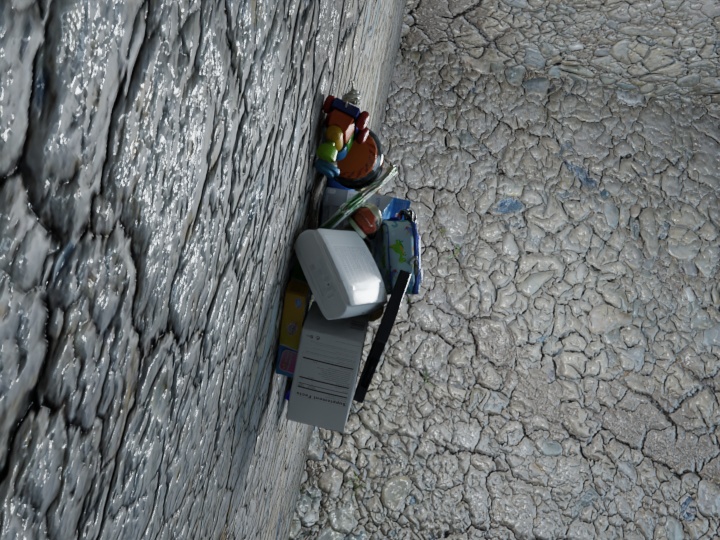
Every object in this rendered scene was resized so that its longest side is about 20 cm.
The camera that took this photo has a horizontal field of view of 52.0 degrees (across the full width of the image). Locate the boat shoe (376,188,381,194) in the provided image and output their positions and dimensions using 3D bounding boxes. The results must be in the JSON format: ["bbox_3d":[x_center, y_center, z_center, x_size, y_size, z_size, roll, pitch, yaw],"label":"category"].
[{"bbox_3d":[0.019,-0.145,1.953,0.076,0.071,0.201,-102,-151,-45],"label":"boat shoe"}]

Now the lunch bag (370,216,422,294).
[{"bbox_3d":[0.072,-0.032,1.574,0.200,0.081,0.163,-168,-105,-80],"label":"lunch bag"}]

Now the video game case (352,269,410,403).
[{"bbox_3d":[0.042,0.127,1.430,0.201,0.025,0.182,-67,177,-48],"label":"video game case"}]

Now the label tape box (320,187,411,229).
[{"bbox_3d":[0.008,-0.106,1.696,0.144,0.197,0.067,100,0,-49],"label":"label tape box"}]

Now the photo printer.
[{"bbox_3d":[-0.027,0.005,1.368,0.199,0.069,0.168,-3,66,-65],"label":"photo printer"}]

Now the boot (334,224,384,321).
[{"bbox_3d":[0.000,0.000,1.548,0.202,0.072,0.155,61,13,-3],"label":"boot"}]

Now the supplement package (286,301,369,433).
[{"bbox_3d":[-0.062,0.185,1.416,0.122,0.118,0.202,-74,177,-66],"label":"supplement package"}]

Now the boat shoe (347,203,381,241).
[{"bbox_3d":[0.015,-0.105,1.524,0.062,0.071,0.200,-42,179,4],"label":"boat shoe"}]

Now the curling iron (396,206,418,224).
[{"bbox_3d":[0.078,-0.060,1.698,0.025,0.049,0.201,-28,151,-51],"label":"curling iron"}]

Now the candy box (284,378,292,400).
[{"bbox_3d":[-0.090,0.228,1.789,0.169,0.077,0.200,-47,-171,18],"label":"candy box"}]

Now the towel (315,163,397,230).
[{"bbox_3d":[-0.018,-0.130,1.478,0.200,0.023,0.152,-44,-176,-41],"label":"towel"}]

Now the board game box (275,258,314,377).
[{"bbox_3d":[-0.121,0.082,1.437,0.154,0.040,0.202,-76,177,-56],"label":"board game box"}]

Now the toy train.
[{"bbox_3d":[-0.043,-0.245,1.301,0.200,0.084,0.117,93,23,-79],"label":"toy train"}]

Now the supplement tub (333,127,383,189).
[{"bbox_3d":[-0.012,-0.231,1.510,0.200,0.121,0.124,-48,150,-86],"label":"supplement tub"}]

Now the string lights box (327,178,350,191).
[{"bbox_3d":[-0.042,-0.208,1.719,0.201,0.058,0.104,100,2,-48],"label":"string lights box"}]
